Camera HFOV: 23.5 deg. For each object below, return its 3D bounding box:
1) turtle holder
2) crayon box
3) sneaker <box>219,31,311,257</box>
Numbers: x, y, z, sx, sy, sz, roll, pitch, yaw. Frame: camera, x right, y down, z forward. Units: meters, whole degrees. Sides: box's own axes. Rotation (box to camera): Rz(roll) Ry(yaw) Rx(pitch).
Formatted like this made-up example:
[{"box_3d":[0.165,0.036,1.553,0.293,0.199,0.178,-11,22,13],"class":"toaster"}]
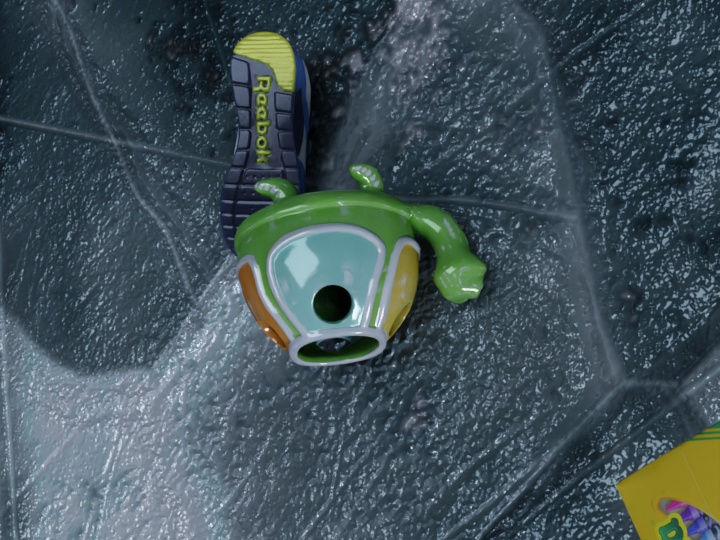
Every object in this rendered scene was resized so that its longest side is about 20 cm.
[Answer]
[{"box_3d":[-0.007,0.005,1.395,0.141,0.185,0.132,133,135,-54],"class":"turtle holder"},{"box_3d":[0.289,0.190,1.153,0.172,0.058,0.201,-35,57,21],"class":"crayon box"},{"box_3d":[-0.077,-0.106,1.516,0.074,0.082,0.201,7,96,9],"class":"sneaker"}]
